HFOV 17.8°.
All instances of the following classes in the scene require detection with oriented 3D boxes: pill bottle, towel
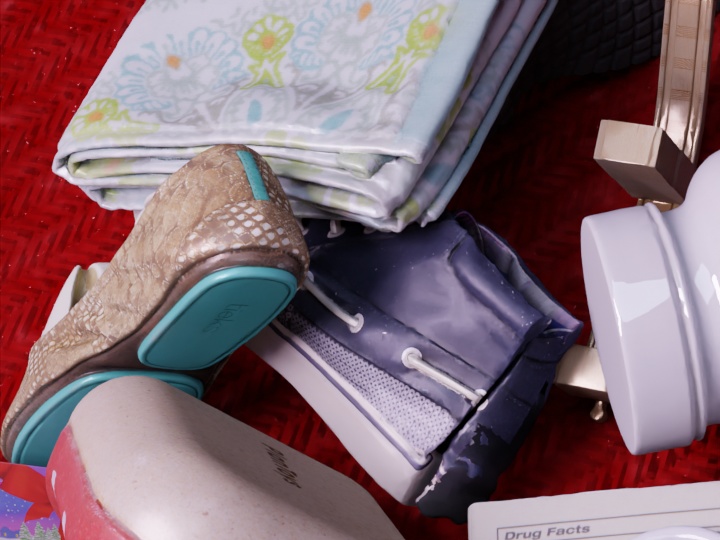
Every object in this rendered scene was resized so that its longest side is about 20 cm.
[{"bbox_3d":[0.182,0.002,0.803,0.198,0.113,0.113,-12,55,-1],"label":"pill bottle"},{"bbox_3d":[-0.012,-0.100,0.904,0.170,0.048,0.201,5,50,32],"label":"towel"}]

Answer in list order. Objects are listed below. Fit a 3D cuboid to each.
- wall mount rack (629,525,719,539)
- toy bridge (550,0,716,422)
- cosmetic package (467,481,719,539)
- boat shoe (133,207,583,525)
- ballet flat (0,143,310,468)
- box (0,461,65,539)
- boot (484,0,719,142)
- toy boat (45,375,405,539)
[{"bbox_3d":[0.153,0.102,0.686,0.174,0.075,0.199,-46,49,-13],"label":"wall mount rack"},{"bbox_3d":[0.112,-0.040,0.891,0.027,0.067,0.202,10,82,22],"label":"toy bridge"},{"bbox_3d":[0.091,0.177,0.760,0.103,0.073,0.202,-6,57,13],"label":"cosmetic package"},{"bbox_3d":[0.000,0.000,0.884,0.200,0.074,0.093,43,106,28],"label":"boat shoe"},{"bbox_3d":[-0.079,0.016,0.865,0.200,0.070,0.066,-39,51,45],"label":"ballet flat"},{"bbox_3d":[-0.172,0.128,0.815,0.039,0.199,0.138,-48,44,37],"label":"box"},{"bbox_3d":[0.059,-0.134,0.973,0.199,0.070,0.132,-27,50,-5],"label":"boot"},{"bbox_3d":[-0.058,0.122,0.786,0.131,0.130,0.200,-61,14,3],"label":"toy boat"}]
